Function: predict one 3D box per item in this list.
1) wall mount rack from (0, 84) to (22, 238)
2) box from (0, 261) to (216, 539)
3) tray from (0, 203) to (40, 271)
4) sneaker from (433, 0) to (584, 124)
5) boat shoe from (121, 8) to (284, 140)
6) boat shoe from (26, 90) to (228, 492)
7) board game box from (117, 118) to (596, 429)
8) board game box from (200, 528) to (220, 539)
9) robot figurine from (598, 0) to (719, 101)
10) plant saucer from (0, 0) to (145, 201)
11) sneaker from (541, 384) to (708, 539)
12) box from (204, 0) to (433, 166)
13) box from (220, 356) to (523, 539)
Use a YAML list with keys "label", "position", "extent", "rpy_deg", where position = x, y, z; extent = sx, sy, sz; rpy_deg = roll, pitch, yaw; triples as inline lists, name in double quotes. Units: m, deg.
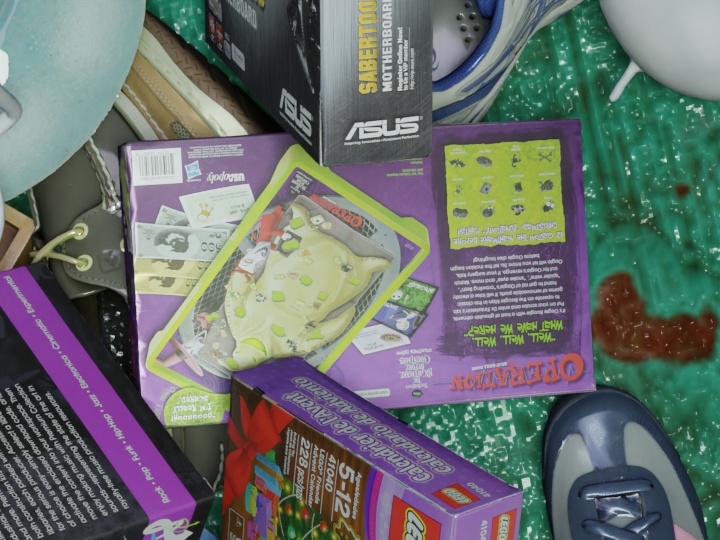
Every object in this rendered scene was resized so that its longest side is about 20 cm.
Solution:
- label: "wall mount rack"
  position: [-0.239, -0.065, 0.859]
  extent: [0.173, 0.075, 0.200]
  rpy_deg: [-35, 77, 3]
- label: "box"
  position: [-0.176, 0.074, 0.826]
  extent: [0.199, 0.036, 0.143]
  rpy_deg: [-15, 51, -36]
- label: "tray"
  position: [-0.234, 0.044, 0.970]
  extent: [0.098, 0.037, 0.201]
  rpy_deg: [29, 84, 6]
- label: "sneaker"
  position: [0.065, -0.138, 0.953]
  extent: [0.075, 0.088, 0.201]
  rpy_deg: [30, 84, 8]
- label: "boat shoe"
  position: [-0.060, -0.032, 0.958]
  extent: [0.076, 0.072, 0.200]
  rpy_deg: [-44, 83, 8]
- label: "boat shoe"
  position: [-0.107, 0.007, 0.936]
  extent: [0.060, 0.072, 0.203]
  rpy_deg: [-22, 90, -45]
- label: "board game box"
  position: [0.000, 0.000, 0.910]
  extent: [0.199, 0.032, 0.121]
  rpy_deg: [-3, 89, -15]
- label: "board game box"
  position: [-0.125, 0.166, 0.916]
  extent: [0.200, 0.039, 0.158]
  rpy_deg: [42, 77, -32]
- label: "robot figurine"
  position: [0.185, -0.148, 0.935]
  extent: [0.199, 0.113, 0.170]
  rpy_deg: [-29, 116, -1]
- label: "plant saucer"
  position: [-0.193, -0.122, 0.922]
  extent: [0.200, 0.039, 0.202]
  rpy_deg: [-1, 77, 6]
- label: "sneaker"
  position: [0.123, 0.144, 0.916]
  extent: [0.070, 0.082, 0.201]
  rpy_deg: [-14, 82, 2]
- label: "box"
  position: [-0.022, -0.147, 0.877]
  extent: [0.048, 0.200, 0.159]
  rpy_deg: [-7, 112, -16]
- label: "box"
  position: [-0.004, 0.152, 0.861]
  extent: [0.137, 0.039, 0.201]
  rpy_deg: [27, 121, 43]
